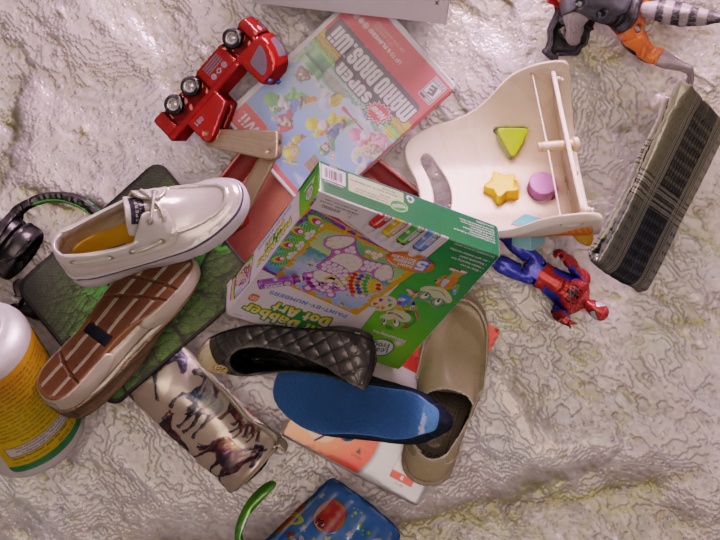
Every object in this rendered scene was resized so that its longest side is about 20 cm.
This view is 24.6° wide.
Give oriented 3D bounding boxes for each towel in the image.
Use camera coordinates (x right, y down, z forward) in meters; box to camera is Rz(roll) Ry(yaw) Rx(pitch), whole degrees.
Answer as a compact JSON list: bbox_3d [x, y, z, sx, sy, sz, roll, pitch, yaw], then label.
[{"bbox_3d":[0.293,-0.083,1.636,0.034,0.192,0.201,28,93,25],"label":"towel"}]

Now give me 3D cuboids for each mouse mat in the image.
[{"bbox_3d":[-0.226,0.014,1.654,0.200,0.008,0.161,-41,87,4],"label":"mouse mat"}]

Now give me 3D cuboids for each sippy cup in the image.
[{"bbox_3d":[-0.032,0.289,1.677,0.131,0.178,0.139,-50,45,-9],"label":"sippy cup"}]

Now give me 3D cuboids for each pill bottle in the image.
[{"bbox_3d":[-0.362,0.104,1.637,0.112,0.113,0.201,-24,131,1],"label":"pill bottle"}]

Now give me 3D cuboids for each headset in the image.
[{"bbox_3d":[-0.346,0.002,1.692,0.199,0.094,0.124,-33,89,7],"label":"headset"}]

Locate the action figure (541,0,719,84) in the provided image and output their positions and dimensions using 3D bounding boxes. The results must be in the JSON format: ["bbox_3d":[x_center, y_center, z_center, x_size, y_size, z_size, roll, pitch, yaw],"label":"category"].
[{"bbox_3d":[0.271,-0.298,1.678,0.192,0.105,0.202,16,93,-9],"label":"action figure"}]

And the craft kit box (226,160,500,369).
[{"bbox_3d":[0.000,0.000,1.594,0.199,0.198,0.049,18,48,-22],"label":"craft kit box"}]

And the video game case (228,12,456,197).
[{"bbox_3d":[-0.022,-0.172,1.686,0.200,0.017,0.143,-42,85,2],"label":"video game case"}]

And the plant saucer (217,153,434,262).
[{"bbox_3d":[-0.056,-0.049,1.710,0.200,0.037,0.200,38,91,5],"label":"plant saucer"}]

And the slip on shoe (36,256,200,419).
[{"bbox_3d":[-0.230,0.066,1.626,0.076,0.061,0.200,33,76,37],"label":"slip on shoe"}]

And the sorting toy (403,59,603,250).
[{"bbox_3d":[0.137,-0.094,1.655,0.178,0.107,0.201,-7,55,1],"label":"sorting toy"}]

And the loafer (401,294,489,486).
[{"bbox_3d":[0.091,0.117,1.668,0.075,0.068,0.202,12,77,-4],"label":"loafer"}]

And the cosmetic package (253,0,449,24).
[{"bbox_3d":[-0.002,-0.334,1.676,0.198,0.052,0.152,7,60,1],"label":"cosmetic package"}]

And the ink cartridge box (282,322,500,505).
[{"bbox_3d":[0.034,0.118,1.709,0.161,0.050,0.201,27,94,1],"label":"ink cartridge box"}]

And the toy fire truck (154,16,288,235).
[{"bbox_3d":[-0.128,-0.138,1.661,0.141,0.049,0.200,45,103,6],"label":"toy fire truck"}]

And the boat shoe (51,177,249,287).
[{"bbox_3d":[-0.206,-0.047,1.605,0.199,0.070,0.071,-19,60,9],"label":"boat shoe"}]

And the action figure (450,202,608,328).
[{"bbox_3d":[0.171,-0.004,1.684,0.199,0.099,0.066,32,91,-2],"label":"action figure"}]

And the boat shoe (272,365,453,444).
[{"bbox_3d":[0.001,0.141,1.634,0.199,0.068,0.085,18,90,37],"label":"boat shoe"}]

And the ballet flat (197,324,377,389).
[{"bbox_3d":[-0.077,0.087,1.614,0.199,0.066,0.057,-3,62,28],"label":"ballet flat"}]

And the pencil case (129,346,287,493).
[{"bbox_3d":[-0.166,0.136,1.692,0.200,0.078,0.090,44,120,4],"label":"pencil case"}]
